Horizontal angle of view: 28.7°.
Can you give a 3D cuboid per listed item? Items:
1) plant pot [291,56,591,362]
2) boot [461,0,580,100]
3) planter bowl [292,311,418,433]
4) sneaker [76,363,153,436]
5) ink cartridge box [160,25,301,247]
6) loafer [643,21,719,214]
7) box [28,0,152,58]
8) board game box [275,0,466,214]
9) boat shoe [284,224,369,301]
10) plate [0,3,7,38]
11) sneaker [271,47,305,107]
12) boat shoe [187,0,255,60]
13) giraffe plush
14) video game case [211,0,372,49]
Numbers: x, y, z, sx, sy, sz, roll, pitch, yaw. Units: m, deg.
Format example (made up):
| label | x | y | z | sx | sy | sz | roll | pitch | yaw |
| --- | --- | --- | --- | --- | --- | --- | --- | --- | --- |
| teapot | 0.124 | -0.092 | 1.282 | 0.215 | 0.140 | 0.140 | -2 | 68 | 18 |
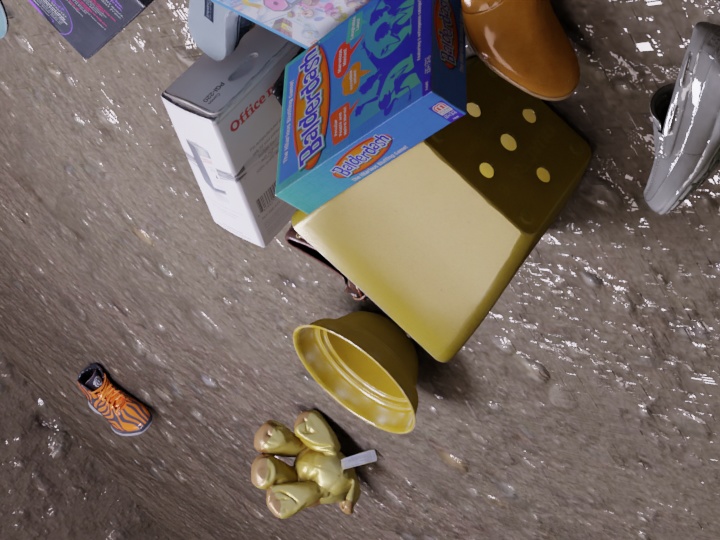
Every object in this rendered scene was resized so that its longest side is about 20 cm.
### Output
| label | x | y | z | sx | sy | sz | roll | pitch | yaw |
| --- | --- | --- | --- | --- | --- | --- | --- | --- | --- |
| plant pot | 0.092 | -0.076 | 1.291 | 0.200 | 0.200 | 0.176 | 42 | 143 | -2 |
| boot | 0.125 | -0.232 | 1.107 | 0.201 | 0.071 | 0.144 | 48 | 158 | -3 |
| planter bowl | 0.014 | 0.114 | 1.828 | 0.200 | 0.084 | 0.201 | 33 | 154 | 19 |
| sneaker | -0.507 | 0.258 | 2.834 | 0.199 | 0.078 | 0.112 | 21 | 150 | 38 |
| ink cartridge box | -0.112 | -0.149 | 1.501 | 0.084 | 0.146 | 0.201 | 26 | 152 | 30 |
| loafer | 0.261 | -0.119 | 1.110 | 0.070 | 0.070 | 0.201 | 39 | 148 | 15 |
| box | -0.270 | -0.324 | 1.487 | 0.122 | 0.106 | 0.200 | 46 | 155 | -15 |
| board game box | 0.007 | -0.159 | 1.222 | 0.045 | 0.153 | 0.199 | 27 | 139 | -33 |
| boat shoe | 0.000 | 0.000 | 1.679 | 0.199 | 0.070 | 0.071 | 36 | 154 | 7 |
| plate | -0.560 | -0.387 | 1.906 | 0.199 | 0.026 | 0.201 | 34 | 155 | 18 |
| sneaker | -0.010 | -0.185 | 1.361 | 0.199 | 0.091 | 0.076 | 0 | 132 | 54 |
| boat shoe | -0.115 | -0.287 | 1.343 | 0.071 | 0.091 | 0.200 | 41 | 157 | 5 |
| giraffe plush | -0.071 | 0.325 | 2.261 | 0.198 | 0.174 | 0.162 | 2 | 161 | 2 |
| video game case | -0.059 | -0.257 | 1.238 | 0.199 | 0.018 | 0.143 | 21 | 150 | -37 |
